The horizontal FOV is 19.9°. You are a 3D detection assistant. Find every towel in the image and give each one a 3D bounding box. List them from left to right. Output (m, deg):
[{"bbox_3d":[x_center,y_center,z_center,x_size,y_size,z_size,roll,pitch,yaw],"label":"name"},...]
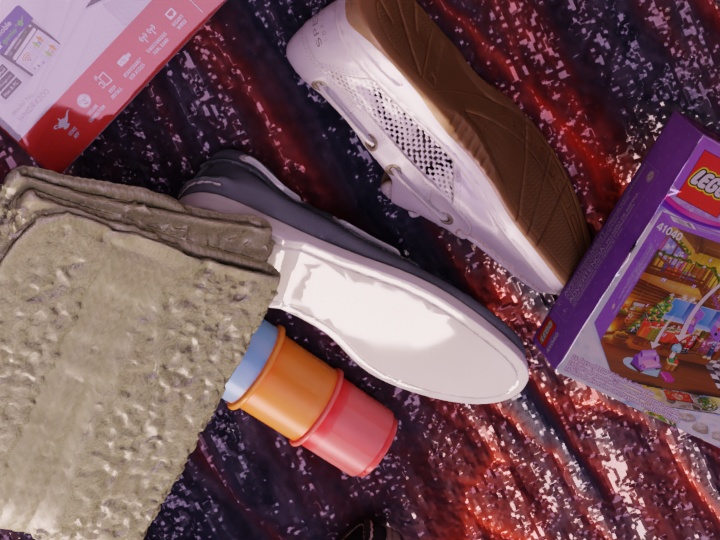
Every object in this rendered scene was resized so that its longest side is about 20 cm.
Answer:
[{"bbox_3d":[-0.135,0.047,0.992,0.147,0.037,0.201,16,114,-25],"label":"towel"}]

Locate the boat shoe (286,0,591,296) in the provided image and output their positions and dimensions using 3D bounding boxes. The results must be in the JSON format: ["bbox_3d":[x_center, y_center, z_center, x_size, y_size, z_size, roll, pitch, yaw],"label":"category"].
[{"bbox_3d":[0.040,-0.058,1.026,0.069,0.071,0.200,-26,116,33],"label":"boat shoe"}]

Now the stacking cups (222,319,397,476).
[{"bbox_3d":[-0.071,0.042,1.049,0.199,0.061,0.061,36,103,-11],"label":"stacking cups"}]

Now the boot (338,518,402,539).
[{"bbox_3d":[-0.088,0.179,1.088,0.150,0.073,0.200,39,107,-12],"label":"boot"}]

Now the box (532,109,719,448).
[{"bbox_3d":[0.204,0.023,1.040,0.199,0.039,0.137,25,105,-25],"label":"box"}]

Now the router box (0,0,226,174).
[{"bbox_3d":[-0.144,-0.178,0.987,0.179,0.049,0.200,42,101,-13],"label":"router box"}]

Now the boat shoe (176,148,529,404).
[{"bbox_3d":[0.000,0.000,1.036,0.199,0.062,0.073,26,135,-7],"label":"boat shoe"}]
